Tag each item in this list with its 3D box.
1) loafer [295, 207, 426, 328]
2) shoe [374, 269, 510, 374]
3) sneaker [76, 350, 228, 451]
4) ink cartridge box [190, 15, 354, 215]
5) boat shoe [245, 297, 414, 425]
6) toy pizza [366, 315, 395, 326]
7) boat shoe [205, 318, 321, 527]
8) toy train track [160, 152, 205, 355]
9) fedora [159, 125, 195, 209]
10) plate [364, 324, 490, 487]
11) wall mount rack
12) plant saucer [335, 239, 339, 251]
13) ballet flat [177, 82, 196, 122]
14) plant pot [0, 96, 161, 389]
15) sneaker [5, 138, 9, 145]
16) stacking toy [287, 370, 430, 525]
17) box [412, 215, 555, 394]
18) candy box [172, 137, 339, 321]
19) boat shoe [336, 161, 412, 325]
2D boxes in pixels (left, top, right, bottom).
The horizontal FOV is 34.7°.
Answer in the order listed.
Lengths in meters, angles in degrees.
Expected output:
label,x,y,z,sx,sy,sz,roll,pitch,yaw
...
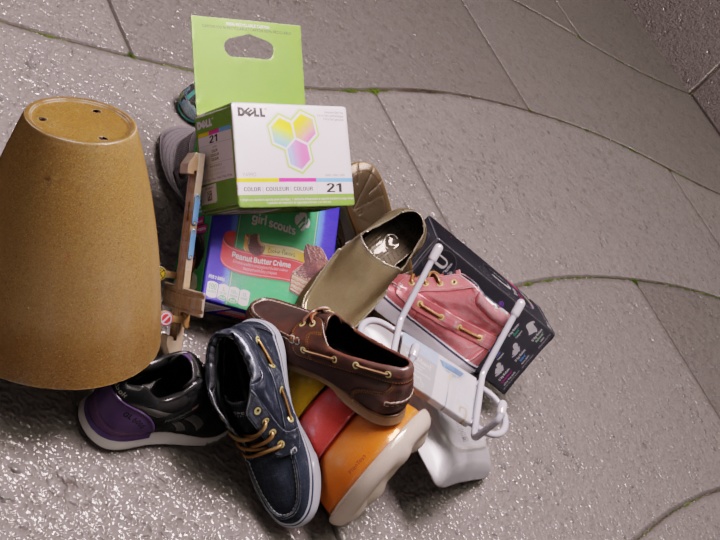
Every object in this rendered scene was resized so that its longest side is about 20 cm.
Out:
label,x,y,z,sx,sy,sz,roll,pitch,yaw
loafer,0.000,0.000,1.220,0.076,0.068,0.201,38,68,3
shoe,0.072,0.026,1.294,0.199,0.091,0.071,38,7,-4
sneaker,-0.160,0.115,1.075,0.199,0.088,0.076,-5,57,-53
ink cartridge box,-0.091,-0.162,1.175,0.146,0.075,0.204,-4,89,-38
boat shoe,-0.030,0.071,1.120,0.198,0.071,0.070,27,39,23
toy pizza,0.008,0.095,1.356,0.199,0.032,0.202,31,35,-24
boat shoe,-0.097,0.148,1.072,0.091,0.070,0.204,-8,83,-72
toy train track,-0.183,-0.016,1.136,0.032,0.114,0.204,7,91,-29
fedora,-0.144,-0.124,1.363,0.175,0.090,0.202,22,39,-35
plate,0.083,0.145,1.311,0.202,0.032,0.199,63,16,16
wall mount rack,0.099,0.077,1.210,0.199,0.075,0.175,34,39,-14
plant saucer,-0.038,-0.104,1.434,0.200,0.035,0.203,-20,91,-78
ballet flat,-0.146,-0.217,1.490,0.199,0.074,0.075,-8,60,-54
plant pot,-0.246,-0.035,0.977,0.183,0.203,0.187,12,27,-6
sneaker,-0.276,-0.061,1.162,0.201,0.069,0.099,54,29,-3
stacking toy,-0.039,0.140,1.159,0.200,0.147,0.146,42,30,10
box,0.134,0.042,1.466,0.199,0.106,0.122,38,11,-13
candy box,-0.107,-0.048,1.250,0.167,0.076,0.204,16,74,-39
boat shoe,0.010,-0.033,1.357,0.073,0.066,0.203,-18,107,-21
